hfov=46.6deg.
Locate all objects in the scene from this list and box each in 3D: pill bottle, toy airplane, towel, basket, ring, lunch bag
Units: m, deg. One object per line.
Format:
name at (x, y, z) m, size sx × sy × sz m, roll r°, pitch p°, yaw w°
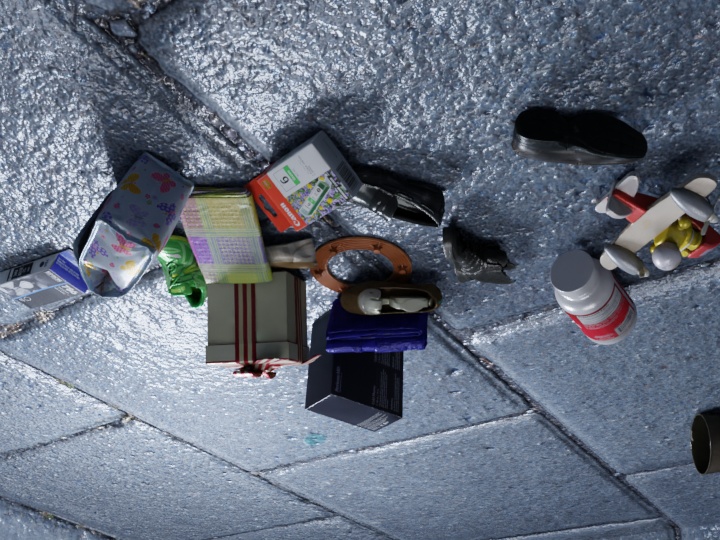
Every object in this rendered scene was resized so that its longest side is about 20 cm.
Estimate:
pill bottle at (0.429, 0.048, 1.550) m, size 0.111 × 0.114 × 0.200 m, roll -18°, pitch 141°, yaw 29°
toy airplane at (0.475, -0.069, 1.341) m, size 0.196 × 0.143 × 0.201 m, roll -9°, pitch 146°, yaw 19°
towel at (0.034, 0.098, 1.635) m, size 0.196 × 0.149 × 0.050 m, roll -2°, pitch 128°, yaw 7°
basket at (0.943, 0.426, 2.076) m, size 0.196 × 0.137 × 0.182 m, roll -4°, pitch 139°, yaw 4°
ring at (0.000, 0.000, 1.596) m, size 0.197 × 0.019 × 0.201 m, roll 2°, pitch 148°, yaw 1°
towel at (-0.234, -0.060, 1.456) m, size 0.141 × 0.023 × 0.202 m, roll 0°, pitch 129°, yaw 14°
lunch bag at (-0.382, -0.065, 1.372) m, size 0.126 × 0.171 × 0.200 m, roll 31°, pitch 140°, yaw -13°

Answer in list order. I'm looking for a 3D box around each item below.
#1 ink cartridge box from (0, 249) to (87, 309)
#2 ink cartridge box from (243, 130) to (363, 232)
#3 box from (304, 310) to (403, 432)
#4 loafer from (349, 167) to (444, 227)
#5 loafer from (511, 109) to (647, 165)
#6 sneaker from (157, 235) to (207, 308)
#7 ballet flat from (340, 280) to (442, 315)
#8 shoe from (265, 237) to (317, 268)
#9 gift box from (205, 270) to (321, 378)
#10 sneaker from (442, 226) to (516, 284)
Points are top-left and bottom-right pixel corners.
ink cartridge box at (-0.617, 0.020, 1.655) m, size 0.197 × 0.040 × 0.099 m, roll -16°, pitch 142°, yaw 26°
ink cartridge box at (-0.103, -0.128, 1.341) m, size 0.199 × 0.051 × 0.109 m, roll -27°, pitch 110°, yaw 37°
box at (-0.010, 0.207, 1.746) m, size 0.180 × 0.203 × 0.104 m, roll 24°, pitch 143°, yaw -29°
loafer at (0.045, -0.116, 1.366) m, size 0.197 × 0.071 × 0.068 m, roll 12°, pitch 146°, yaw -12°
loafer at (0.322, -0.190, 1.243) m, size 0.197 × 0.074 × 0.073 m, roll 12°, pitch 156°, yaw 4°
sneaker at (-0.333, 0.002, 1.563) m, size 0.073 × 0.085 × 0.201 m, roll -9°, pitch 145°, yaw 18°
ballet flat at (0.059, 0.058, 1.588) m, size 0.196 × 0.072 × 0.069 m, roll 1°, pitch 104°, yaw 1°
shoe at (-0.175, -0.030, 1.540) m, size 0.197 × 0.070 × 0.054 m, roll -2°, pitch 102°, yaw 13°
gift box at (-0.180, 0.107, 1.571) m, size 0.197 × 0.190 × 0.184 m, roll -3°, pitch 171°, yaw 15°
sneaker at (0.216, -0.027, 1.505) m, size 0.103 × 0.061 × 0.200 m, roll -7°, pitch 151°, yaw 17°
